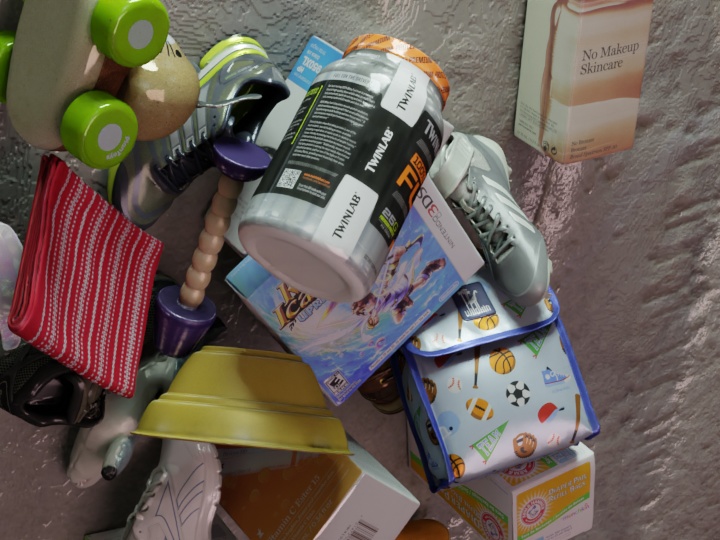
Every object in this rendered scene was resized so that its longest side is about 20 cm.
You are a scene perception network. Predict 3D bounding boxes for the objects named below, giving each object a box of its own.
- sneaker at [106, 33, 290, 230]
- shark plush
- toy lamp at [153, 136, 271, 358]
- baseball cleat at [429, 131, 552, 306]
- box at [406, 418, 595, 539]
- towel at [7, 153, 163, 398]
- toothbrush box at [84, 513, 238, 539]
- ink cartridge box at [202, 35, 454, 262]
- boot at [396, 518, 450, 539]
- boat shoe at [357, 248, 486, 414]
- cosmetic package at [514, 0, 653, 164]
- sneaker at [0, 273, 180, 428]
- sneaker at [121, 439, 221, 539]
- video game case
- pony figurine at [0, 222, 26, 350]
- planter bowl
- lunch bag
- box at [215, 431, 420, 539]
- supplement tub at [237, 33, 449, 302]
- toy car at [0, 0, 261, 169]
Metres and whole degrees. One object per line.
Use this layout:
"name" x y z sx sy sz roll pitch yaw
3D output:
"sneaker" -0.140 -0.113 1.299 0.201 0.081 0.074 -51 133 -1
"shark plush" -0.209 0.114 1.412 0.201 0.090 0.083 -57 160 -15
"toy lamp" -0.133 -0.015 1.292 0.058 0.058 0.202 1 122 -37
"baseball cleat" 0.116 -0.052 1.461 0.106 0.201 0.070 15 131 -37
"box" 0.146 0.203 1.611 0.111 0.200 0.102 -21 126 -25
"towel" -0.216 0.009 1.214 0.200 0.022 0.147 48 48 -63
"toothbrush box" -0.203 0.356 1.516 0.144 0.086 0.202 -6 120 -33
"ink cartridge box" -0.030 -0.089 1.393 0.144 0.084 0.201 28 96 -43
"boot" 0.007 0.283 1.639 0.199 0.071 0.145 -22 129 -19
"boat shoe" 0.068 0.057 1.557 0.201 0.072 0.067 -50 135 1
"cosmetic package" 0.223 -0.220 1.506 0.102 0.087 0.202 -15 123 -28
"sneaker" -0.225 0.076 1.323 0.198 0.114 0.077 -26 128 -28
"sneaker" -0.179 0.230 1.419 0.086 0.074 0.203 8 67 -23
"video game case" 0.000 0.000 1.379 0.200 0.045 0.182 -44 133 -7
"pony figurine" -0.341 -0.031 1.140 0.200 0.165 0.196 -25 116 -64
"planter bowl" -0.099 0.111 1.325 0.199 0.199 0.085 10 82 -39
"lunch bag" 0.121 0.095 1.486 0.168 0.202 0.124 -15 169 -12
"box" -0.058 0.206 1.459 0.097 0.200 0.125 35 92 -44
"supplement tub" -0.008 -0.086 1.245 0.123 0.122 0.202 45 63 -43
"toy car" -0.174 -0.166 1.199 0.199 0.164 0.159 2 114 -48
